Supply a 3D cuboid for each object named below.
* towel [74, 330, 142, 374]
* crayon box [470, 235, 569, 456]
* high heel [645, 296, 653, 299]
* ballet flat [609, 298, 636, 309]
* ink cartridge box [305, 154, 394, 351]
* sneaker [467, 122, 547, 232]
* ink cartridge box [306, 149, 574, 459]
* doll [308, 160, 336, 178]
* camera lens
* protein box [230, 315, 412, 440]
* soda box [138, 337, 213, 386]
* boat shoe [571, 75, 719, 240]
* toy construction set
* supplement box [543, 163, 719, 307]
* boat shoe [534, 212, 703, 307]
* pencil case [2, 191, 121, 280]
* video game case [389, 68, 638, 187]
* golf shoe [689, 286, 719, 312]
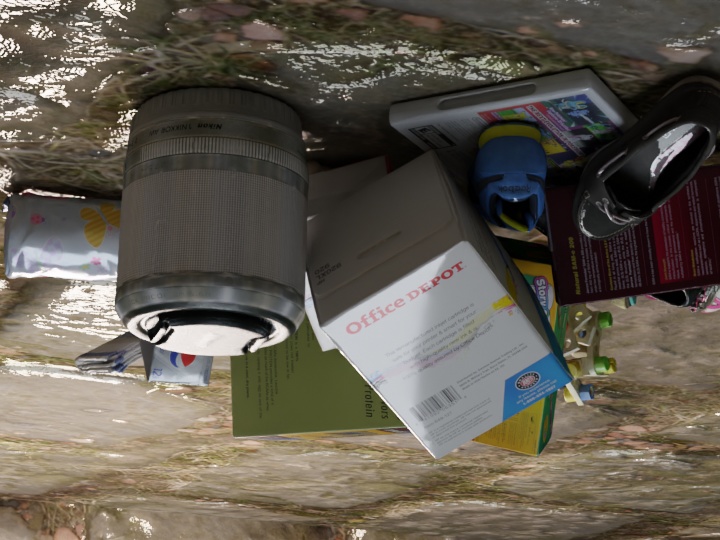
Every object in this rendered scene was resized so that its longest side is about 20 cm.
[{"bbox_3d":[-0.210,0.064,1.892,0.200,0.024,0.147,-28,-171,-24],"label":"towel"},{"bbox_3d":[0.136,0.071,1.681,0.119,0.200,0.058,12,-162,17],"label":"crayon box"},{"bbox_3d":[0.332,-0.018,1.728,0.096,0.067,0.200,8,152,13],"label":"high heel"},{"bbox_3d":[0.245,-0.017,1.737,0.071,0.071,0.200,-2,157,9],"label":"ballet flat"},{"bbox_3d":[0.000,0.000,1.616,0.116,0.068,0.200,-15,129,8],"label":"ink cartridge box"},{"bbox_3d":[0.128,-0.060,1.511,0.066,0.078,0.200,-1,164,2],"label":"sneaker"},{"bbox_3d":[0.064,0.029,1.511,0.147,0.145,0.200,-30,127,11],"label":"ink cartridge box"},{"bbox_3d":[-0.052,-0.060,1.639,0.200,0.048,0.136,1,141,-5],"label":"doll"},{"bbox_3d":[-0.124,-0.036,1.467,0.160,0.200,0.160,1,163,0],"label":"camera lens"},{"bbox_3d":[-0.018,0.073,1.793,0.200,0.199,0.135,-5,172,21],"label":"protein box"},{"bbox_3d":[-0.192,0.041,1.758,0.063,0.068,0.200,5,-157,-16],"label":"soda box"},{"bbox_3d":[0.234,-0.082,1.435,0.067,0.057,0.200,29,134,-10],"label":"boat shoe"},{"bbox_3d":[0.222,0.064,1.887,0.092,0.131,0.200,-4,162,15],"label":"toy construction set"},{"bbox_3d":[0.268,-0.034,1.546,0.200,0.109,0.061,-7,-178,3],"label":"supplement box"},{"bbox_3d":[0.230,-0.021,1.610,0.199,0.066,0.075,28,142,-1],"label":"boat shoe"},{"bbox_3d":[-0.254,-0.027,1.703,0.200,0.083,0.091,3,149,-9],"label":"pencil case"},{"bbox_3d":[0.150,-0.116,1.496,0.182,0.023,0.200,-8,160,27],"label":"video game case"},{"bbox_3d":[0.390,-0.002,1.763,0.092,0.073,0.200,2,163,-8],"label":"golf shoe"}]
